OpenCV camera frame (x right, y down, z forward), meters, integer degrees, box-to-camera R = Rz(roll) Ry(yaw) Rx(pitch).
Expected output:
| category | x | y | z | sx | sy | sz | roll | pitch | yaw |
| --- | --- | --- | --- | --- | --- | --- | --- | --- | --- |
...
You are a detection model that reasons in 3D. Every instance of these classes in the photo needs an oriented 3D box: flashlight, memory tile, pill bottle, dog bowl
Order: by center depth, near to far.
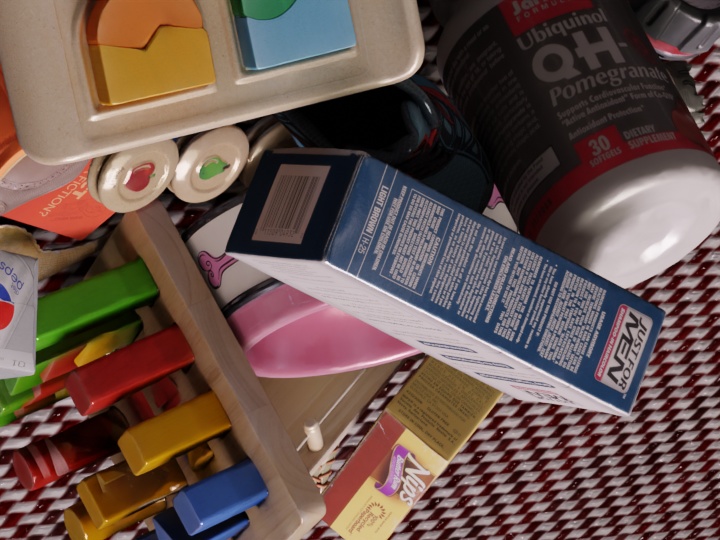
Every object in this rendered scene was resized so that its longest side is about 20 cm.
| category | x | y | z | sx | sy | sz | roll | pitch | yaw |
| --- | --- | --- | --- | --- | --- | --- | --- | --- | --- |
| memory tile | -0.055 | -0.118 | 1.473 | 0.153 | 0.017 | 0.201 | -8 | 131 | -43 |
| pill bottle | 0.107 | -0.096 | 1.521 | 0.110 | 0.201 | 0.111 | -20 | 152 | -11 |
| dog bowl | 0.000 | 0.000 | 1.593 | 0.199 | 0.074 | 0.200 | -14 | 165 | -4 |
| flashlight | 0.149 | -0.116 | 1.623 | 0.068 | 0.068 | 0.200 | 20 | 145 | -12 |

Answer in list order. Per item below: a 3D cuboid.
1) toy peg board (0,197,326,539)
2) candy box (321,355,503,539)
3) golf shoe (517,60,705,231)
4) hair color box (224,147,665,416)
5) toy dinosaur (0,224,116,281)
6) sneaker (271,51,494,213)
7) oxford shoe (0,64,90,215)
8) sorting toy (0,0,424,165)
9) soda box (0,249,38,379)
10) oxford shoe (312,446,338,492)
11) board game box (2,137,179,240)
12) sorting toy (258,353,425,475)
| category | x | y | z | sx | sy | sz | roll | pitch | yaw |
| --- | --- | --- | --- | --- | --- | --- | --- | --- | --- |
| toy peg board | -0.135 | 0.098 | 1.601 | 0.097 | 0.200 | 0.200 | -23 | 167 | -27 |
| candy box | 0.055 | 0.084 | 1.839 | 0.200 | 0.056 | 0.117 | -46 | 174 | -47 |
| golf shoe | 0.138 | -0.054 | 1.760 | 0.088 | 0.078 | 0.200 | 6 | 139 | -34 |
| hair color box | 0.043 | 0.006 | 1.415 | 0.199 | 0.061 | 0.100 | 27 | 169 | -30 |
| toy dinosaur | -0.206 | 0.005 | 1.588 | 0.199 | 0.058 | 0.101 | -3 | 144 | -37 |
| sneaker | 0.005 | -0.067 | 1.429 | 0.079 | 0.096 | 0.200 | -49 | 130 | 6 |
| oxford shoe | -0.151 | -0.084 | 1.394 | 0.199 | 0.072 | 0.073 | -32 | 163 | 28 |
| sorting toy | -0.076 | -0.158 | 1.307 | 0.199 | 0.186 | 0.036 | -14 | -170 | -17 |
| soda box | -0.261 | 0.029 | 1.484 | 0.199 | 0.064 | 0.068 | -8 | 167 | 38 |
| oxford shoe | -0.031 | 0.114 | 1.904 | 0.070 | 0.074 | 0.200 | 1 | 142 | -41 |
| board game box | -0.163 | -0.094 | 1.472 | 0.153 | 0.040 | 0.200 | -39 | 150 | 22 |
| sorting toy | -0.070 | 0.049 | 1.727 | 0.200 | 0.106 | 0.181 | -49 | 146 | -26 |
